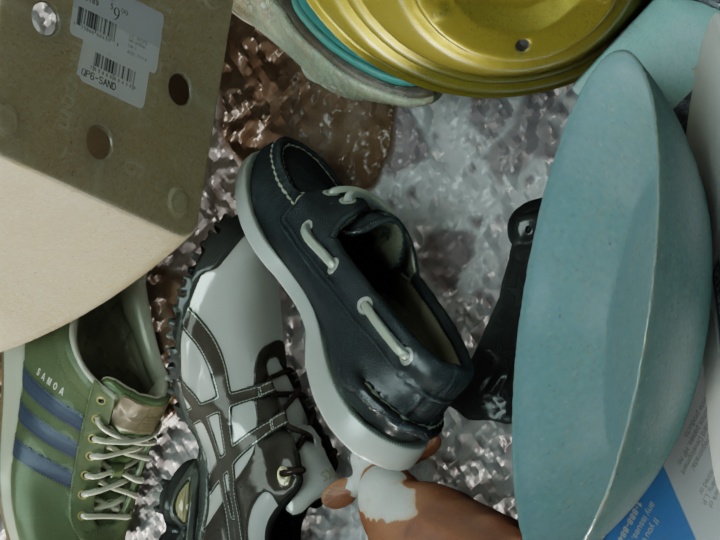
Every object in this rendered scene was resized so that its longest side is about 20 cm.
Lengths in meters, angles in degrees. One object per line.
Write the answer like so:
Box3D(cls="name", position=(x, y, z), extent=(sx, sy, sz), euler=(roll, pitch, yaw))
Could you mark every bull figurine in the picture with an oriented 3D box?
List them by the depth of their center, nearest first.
Box3D(cls="bull figurine", position=(0.051, 0.138, 0.915), extent=(0.065, 0.200, 0.122), euler=(-40, 106, -5))

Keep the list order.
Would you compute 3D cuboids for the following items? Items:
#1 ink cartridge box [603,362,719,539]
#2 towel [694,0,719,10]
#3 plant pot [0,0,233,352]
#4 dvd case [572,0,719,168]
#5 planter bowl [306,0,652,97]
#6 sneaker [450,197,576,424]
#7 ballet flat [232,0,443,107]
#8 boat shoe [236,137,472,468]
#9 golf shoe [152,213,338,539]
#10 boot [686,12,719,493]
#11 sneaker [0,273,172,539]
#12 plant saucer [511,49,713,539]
Box3D(cls="ink cartridge box", position=(0.208, 0.122, 0.817), extent=(0.200, 0.086, 0.147), euler=(38, 121, 27))
Box3D(cls="towel", position=(0.217, -0.163, 0.774), extent=(0.199, 0.086, 0.167), euler=(18, 84, 26))
Box3D(cls="plant pot", position=(-0.174, -0.087, 0.979), extent=(0.176, 0.199, 0.202), euler=(-7, 68, 41))
Box3D(cls="dvd case", position=(0.202, -0.099, 0.824), extent=(0.200, 0.022, 0.146), euler=(-45, 67, 4))
Box3D(cls="planter bowl", position=(0.062, -0.144, 0.853), extent=(0.201, 0.199, 0.084), euler=(-51, 20, 25))
Box3D(cls="sneaker", position=(0.109, -0.017, 0.909), extent=(0.104, 0.060, 0.202), euler=(21, 106, 28))
Box3D(cls="ballet flat", position=(-0.024, -0.130, 1.008), extent=(0.200, 0.067, 0.063), euler=(44, 152, 29))
Box3D(cls="boat shoe", position=(0.000, 0.000, 0.948), extent=(0.060, 0.075, 0.201), euler=(-50, 46, 25))
Box3D(cls="golf shoe", position=(-0.047, 0.073, 1.021), extent=(0.094, 0.078, 0.202), euler=(11, 104, 24))
Box3D(cls="boot", position=(0.174, -0.004, 0.770), extent=(0.089, 0.073, 0.202), euler=(2, 65, -5))
Box3D(cls="sneaker", position=(-0.139, 0.081, 1.080), extent=(0.089, 0.067, 0.202), euler=(-9, 83, 40))
Box3D(cls="plant saucer", position=(0.101, 0.018, 0.798), extent=(0.038, 0.201, 0.203), euler=(9, 99, -9))
